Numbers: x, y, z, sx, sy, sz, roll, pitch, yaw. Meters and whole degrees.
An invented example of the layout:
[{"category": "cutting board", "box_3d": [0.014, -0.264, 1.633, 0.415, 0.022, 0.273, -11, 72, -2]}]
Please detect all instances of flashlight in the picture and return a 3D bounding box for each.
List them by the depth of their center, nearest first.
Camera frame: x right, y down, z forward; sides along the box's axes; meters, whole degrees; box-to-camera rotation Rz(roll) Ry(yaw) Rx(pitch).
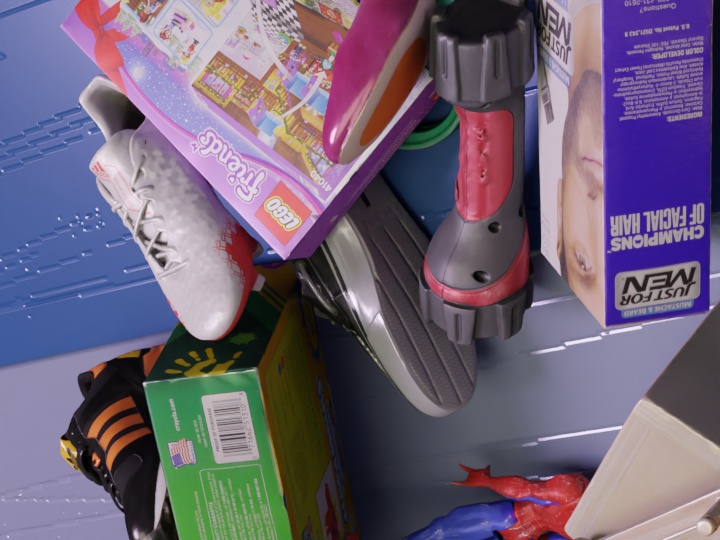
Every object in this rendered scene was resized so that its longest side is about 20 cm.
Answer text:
[{"category": "flashlight", "box_3d": [0.062, -0.053, 1.064, 0.067, 0.068, 0.201, -6, 132, -2]}]

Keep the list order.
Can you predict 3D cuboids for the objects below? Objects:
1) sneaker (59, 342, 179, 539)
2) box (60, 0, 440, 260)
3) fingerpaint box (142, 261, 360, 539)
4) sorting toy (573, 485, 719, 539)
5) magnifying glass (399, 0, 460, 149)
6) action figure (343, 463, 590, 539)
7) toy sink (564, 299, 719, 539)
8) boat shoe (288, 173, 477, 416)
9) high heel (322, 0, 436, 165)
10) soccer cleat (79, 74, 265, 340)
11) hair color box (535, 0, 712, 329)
[{"category": "sneaker", "box_3d": [-0.144, 0.120, 1.214, 0.089, 0.201, 0.070, -12, 123, 5]}, {"category": "box", "box_3d": [-0.061, -0.124, 1.111, 0.200, 0.039, 0.137, 46, 109, 14]}, {"category": "fingerpaint box", "box_3d": [-0.061, 0.119, 1.181, 0.073, 0.167, 0.202, -7, 111, 11]}, {"category": "sorting toy", "box_3d": [0.166, 0.176, 0.905, 0.199, 0.180, 0.107, -31, 95, 38]}, {"category": "magnifying glass", "box_3d": [0.058, -0.142, 1.081, 0.080, 0.022, 0.200, 47, 127, 4]}, {"category": "action figure", "box_3d": [0.085, 0.153, 1.183, 0.199, 0.052, 0.066, -20, 123, 28]}, {"category": "toy sink", "box_3d": [0.231, 0.133, 1.039, 0.199, 0.130, 0.113, 33, 126, 13]}, {"category": "boat shoe", "box_3d": [0.000, 0.000, 1.164, 0.071, 0.072, 0.201, -34, 82, 46]}, {"category": "high heel", "box_3d": [-0.001, -0.159, 1.030, 0.095, 0.067, 0.202, 22, 88, 13]}, {"category": "soccer cleat", "box_3d": [-0.115, -0.039, 1.139, 0.069, 0.085, 0.201, -46, 42, 26]}, {"category": "hair color box", "box_3d": [0.133, -0.085, 1.002, 0.064, 0.109, 0.202, -10, 114, -10]}]
